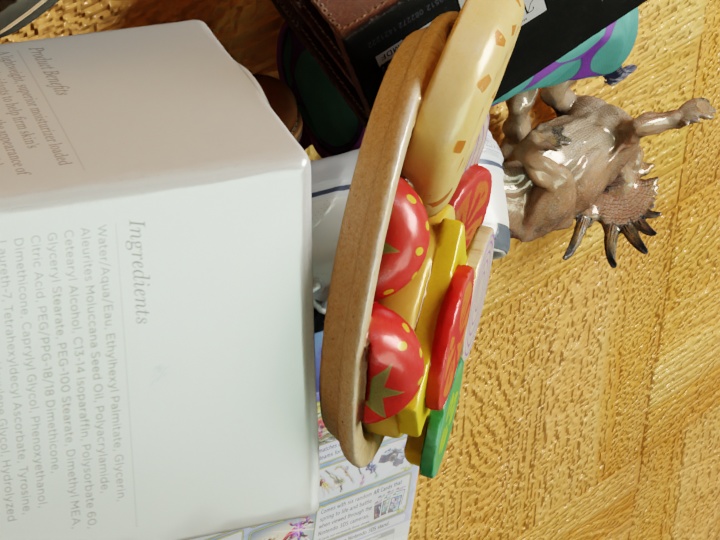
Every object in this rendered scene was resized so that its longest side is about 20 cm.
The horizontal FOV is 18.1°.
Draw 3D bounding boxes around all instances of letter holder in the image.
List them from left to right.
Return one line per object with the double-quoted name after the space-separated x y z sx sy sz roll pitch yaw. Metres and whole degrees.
0.053 -0.173 1.035 0.199 0.142 0.101 -33 146 -5 "letter holder"

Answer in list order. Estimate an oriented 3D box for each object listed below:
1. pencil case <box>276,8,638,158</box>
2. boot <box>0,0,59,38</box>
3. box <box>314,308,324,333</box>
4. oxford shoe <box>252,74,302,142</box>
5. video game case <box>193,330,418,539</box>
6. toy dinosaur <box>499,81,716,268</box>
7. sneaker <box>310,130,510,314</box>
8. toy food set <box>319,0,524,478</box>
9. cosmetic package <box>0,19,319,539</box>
0.053 -0.117 1.159 0.199 0.085 0.092 -20 165 -35 "pencil case"
-0.085 -0.157 0.977 0.200 0.077 0.138 -47 151 -1 "boot"
-0.052 0.068 1.187 0.201 0.116 0.060 -59 155 16 "box"
-0.102 -0.074 1.041 0.199 0.071 0.072 -13 127 -41 "oxford shoe"
-0.063 0.125 1.094 0.199 0.045 0.182 -17 133 -32 "video game case"
0.116 -0.053 1.303 0.199 0.086 0.136 -17 142 -31 "toy dinosaur"
-0.023 -0.011 1.095 0.199 0.071 0.073 -18 159 14 "sneaker"
0.028 -0.014 0.945 0.198 0.048 0.201 76 27 -72 "toy food set"
-0.133 0.009 0.921 0.199 0.165 0.166 -8 118 -16 "cosmetic package"
